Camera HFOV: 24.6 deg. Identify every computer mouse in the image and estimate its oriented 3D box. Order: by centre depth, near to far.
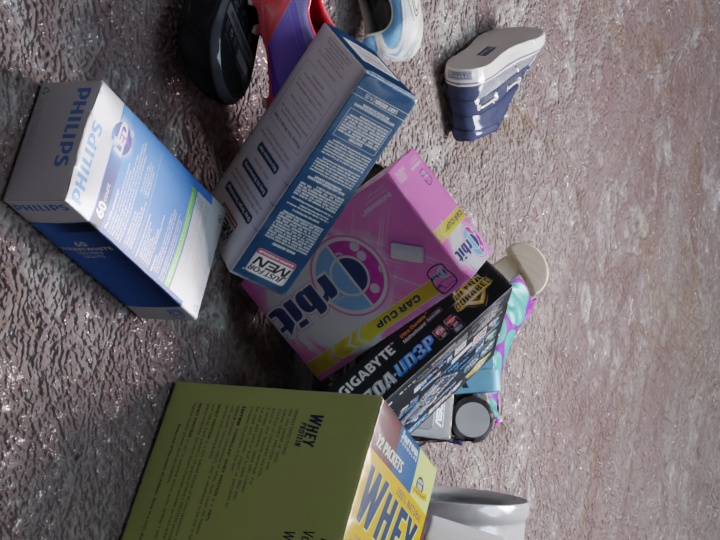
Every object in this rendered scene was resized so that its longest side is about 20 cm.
[{"bbox_3d":[-0.116,-0.222,1.410,0.139,0.052,0.201,72,24,-47],"label":"computer mouse"}]

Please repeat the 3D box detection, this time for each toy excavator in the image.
[{"bbox_3d":[0.106,0.078,1.716,0.100,0.193,0.202,112,-27,-86],"label":"toy excavator"}]

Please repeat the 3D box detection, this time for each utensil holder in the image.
[{"bbox_3d":[0.083,0.330,1.705,0.170,0.169,0.202,8,87,-63],"label":"utensil holder"}]

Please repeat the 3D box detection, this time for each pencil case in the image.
[{"bbox_3d":[0.135,0.093,1.869,0.085,0.092,0.201,115,-4,-54],"label":"pencil case"}]

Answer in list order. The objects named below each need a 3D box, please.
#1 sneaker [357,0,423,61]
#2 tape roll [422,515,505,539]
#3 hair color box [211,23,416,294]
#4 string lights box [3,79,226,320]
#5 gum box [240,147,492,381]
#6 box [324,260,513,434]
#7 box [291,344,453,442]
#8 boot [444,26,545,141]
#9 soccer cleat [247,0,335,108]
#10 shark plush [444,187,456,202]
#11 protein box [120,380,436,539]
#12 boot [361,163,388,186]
[{"bbox_3d":[0.027,-0.312,1.670,0.072,0.072,0.202,8,76,-36],"label":"sneaker"},{"bbox_3d":[0.065,0.317,1.421,0.202,0.070,0.204,17,90,-86],"label":"tape roll"},{"bbox_3d":[-0.047,-0.092,1.366,0.060,0.100,0.200,26,107,-34],"label":"hair color box"},{"bbox_3d":[-0.183,-0.050,1.272,0.200,0.059,0.103,49,48,-53],"label":"string lights box"},{"bbox_3d":[0.000,0.000,1.428,0.114,0.200,0.066,52,33,-5],"label":"gum box"},{"bbox_3d":[0.048,0.094,1.491,0.200,0.046,0.159,-41,162,-19],"label":"box"},{"bbox_3d":[0.019,0.059,1.599,0.157,0.048,0.202,9,81,-25],"label":"box"},{"bbox_3d":[0.157,-0.222,1.938,0.200,0.072,0.091,-34,129,-49],"label":"boot"},{"bbox_3d":[-0.045,-0.163,1.424,0.067,0.076,0.201,-57,142,-57],"label":"soccer cleat"},{"bbox_3d":[0.010,-0.007,1.538,0.091,0.200,0.083,52,2,-44],"label":"shark plush"},{"bbox_3d":[-0.069,0.214,1.354,0.135,0.199,0.200,54,45,-50],"label":"protein box"},{"bbox_3d":[-0.009,-0.106,1.525,0.077,0.137,0.201,44,52,-55],"label":"boot"}]
